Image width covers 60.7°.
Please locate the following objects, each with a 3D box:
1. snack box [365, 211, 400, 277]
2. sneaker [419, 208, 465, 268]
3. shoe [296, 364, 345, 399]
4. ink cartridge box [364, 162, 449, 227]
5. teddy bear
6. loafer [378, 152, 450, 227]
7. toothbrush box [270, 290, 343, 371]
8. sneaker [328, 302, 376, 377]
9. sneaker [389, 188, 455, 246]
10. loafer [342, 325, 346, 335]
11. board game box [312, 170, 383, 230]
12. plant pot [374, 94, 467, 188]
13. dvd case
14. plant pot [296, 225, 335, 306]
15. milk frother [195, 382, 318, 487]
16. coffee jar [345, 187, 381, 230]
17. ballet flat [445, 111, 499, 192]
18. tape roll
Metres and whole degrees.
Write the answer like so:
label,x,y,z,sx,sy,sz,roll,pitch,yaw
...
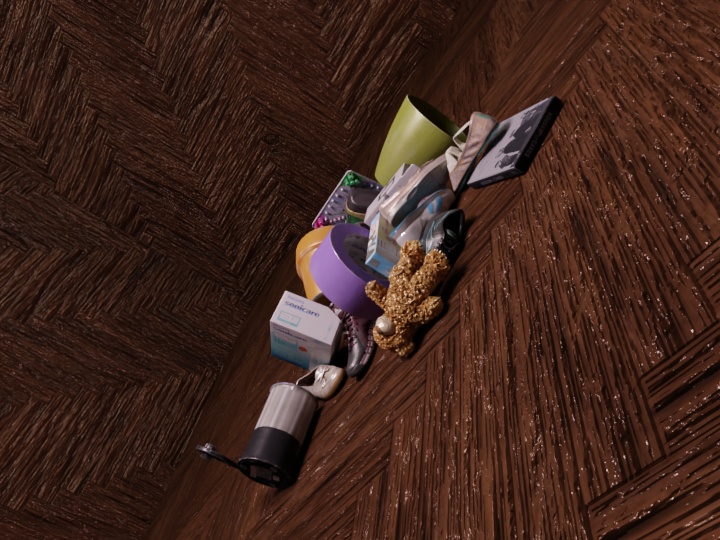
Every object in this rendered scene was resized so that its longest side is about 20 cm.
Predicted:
label,x,y,z,sx,sy,sz,roll,pitch,yaw
snack box,0.073,-0.042,1.283,0.037,0.116,0.200,-52,13,26
sneaker,0.134,-0.035,1.123,0.079,0.075,0.200,-32,30,60
shoe,-0.092,0.251,1.377,0.200,0.053,0.070,-38,24,59
ink cartridge box,0.111,-0.164,1.429,0.200,0.116,0.068,-48,16,37
teddy bear,0.077,0.045,1.053,0.200,0.145,0.067,-51,-21,11
loafer,0.119,-0.184,1.316,0.200,0.072,0.063,-46,56,2
toothbrush box,-0.121,0.148,1.391,0.200,0.146,0.085,104,-172,-59
sneaker,-0.025,0.121,1.275,0.076,0.115,0.200,-47,16,43
sneaker,0.141,-0.097,1.259,0.200,0.081,0.077,-43,-1,-37
loafer,-0.018,0.082,1.438,0.200,0.075,0.070,-56,12,27
board game box,0.001,-0.154,1.674,0.200,0.199,0.026,-52,32,29
plant pot,0.128,-0.281,1.471,0.200,0.187,0.187,-52,14,25
dvd case,0.279,-0.231,1.139,0.151,0.025,0.200,-60,11,-7
plant pot,-0.067,0.020,1.562,0.200,0.200,0.184,-49,30,37
milk frother,-0.221,0.345,1.322,0.181,0.200,0.188,-51,13,46
coffee jar,0.005,-0.122,1.626,0.085,0.104,0.200,-91,10,-50
ballet flat,0.212,-0.243,1.242,0.068,0.067,0.200,-57,-5,-39
tape roll,0.000,0.000,1.274,0.085,0.200,0.200,-52,14,30
